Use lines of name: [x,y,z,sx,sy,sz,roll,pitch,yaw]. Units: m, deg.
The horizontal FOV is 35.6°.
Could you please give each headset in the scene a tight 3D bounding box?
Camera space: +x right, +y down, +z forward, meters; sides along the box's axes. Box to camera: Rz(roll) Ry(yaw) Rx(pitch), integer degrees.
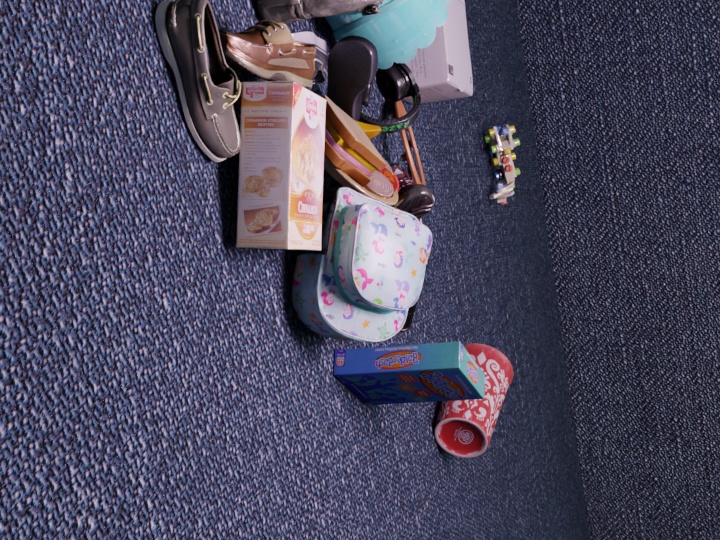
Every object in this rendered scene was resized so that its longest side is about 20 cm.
headset: [0.027,-0.301,1.847,0.094,0.122,0.202,99,-20,-57]

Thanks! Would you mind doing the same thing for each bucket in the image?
bucket: [0.028,-0.434,1.749,0.135,0.205,0.210,39,49,-54]

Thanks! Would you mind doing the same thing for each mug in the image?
mug: [0.226,0.277,2.223,0.201,0.132,0.179,-65,143,-49]

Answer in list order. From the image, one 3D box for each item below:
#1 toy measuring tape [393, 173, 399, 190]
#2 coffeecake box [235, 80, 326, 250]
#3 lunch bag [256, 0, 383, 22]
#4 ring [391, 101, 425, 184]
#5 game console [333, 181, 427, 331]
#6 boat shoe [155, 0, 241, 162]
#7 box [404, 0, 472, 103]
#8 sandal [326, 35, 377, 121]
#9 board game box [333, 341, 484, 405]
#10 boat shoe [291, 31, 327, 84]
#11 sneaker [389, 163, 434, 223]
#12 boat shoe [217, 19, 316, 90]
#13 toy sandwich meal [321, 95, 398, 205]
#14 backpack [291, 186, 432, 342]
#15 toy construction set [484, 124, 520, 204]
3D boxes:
toy measuring tape: [0.032,-0.100,1.846,0.073,0.073,0.203,-13,96,-70]
coffeecake box: [-0.098,-0.128,1.426,0.153,0.072,0.203,-3,94,-76]
lunch bag: [-0.060,-0.442,1.534,0.139,0.166,0.203,-40,123,-66]
ring: [0.089,-0.222,2.070,0.200,0.019,0.203,-15,90,-80]
game console: [0.018,-0.029,1.722,0.201,0.115,0.177,-70,149,-51]
boat shoe: [-0.175,-0.218,1.302,0.072,0.059,0.204,-68,147,-52]
box: [0.121,-0.428,2.105,0.199,0.129,0.203,-4,89,-71]
sandal: [-0.014,-0.289,1.677,0.043,0.076,0.200,-48,173,-26]
board game box: [0.077,0.159,1.716,0.152,0.197,0.046,49,40,-58]
boat shoe: [-0.089,-0.290,1.567,0.200,0.071,0.069,-22,104,-77]
sneaker: [0.071,-0.139,1.937,0.200,0.075,0.117,115,-38,-72]
boat shoe: [-0.121,-0.279,1.407,0.199,0.075,0.075,6,106,-62]
toy sandwich meal: [-0.006,-0.180,1.649,0.204,0.070,0.206,38,21,-17]
backpack: [0.000,0.000,1.568,0.176,0.150,0.203,21,82,-34]
toy construction set: [0.360,-0.269,2.803,0.131,0.091,0.203,-117,-156,-75]
